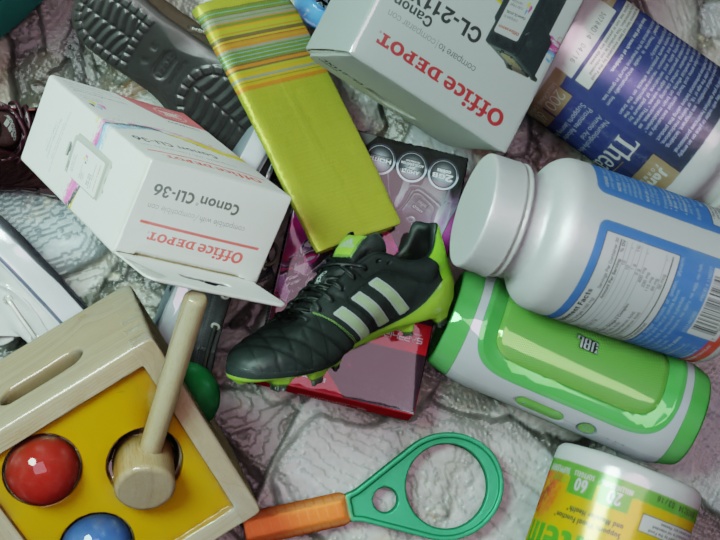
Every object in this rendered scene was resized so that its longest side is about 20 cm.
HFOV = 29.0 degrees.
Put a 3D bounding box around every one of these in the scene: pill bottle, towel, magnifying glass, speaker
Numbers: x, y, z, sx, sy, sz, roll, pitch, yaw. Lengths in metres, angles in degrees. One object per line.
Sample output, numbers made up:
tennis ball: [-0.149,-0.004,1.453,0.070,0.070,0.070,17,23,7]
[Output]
pill bottle: [0.163,0.236,1.001,0.110,0.111,0.202,20,83,-3]
towel: [-0.046,-0.109,0.999,0.086,0.018,0.201,-19,79,-40]
magnifying glass: [0.010,0.173,1.042,0.198,0.022,0.080,-11,86,-8]
speaker: [0.154,0.072,1.031,0.198,0.088,0.089,23,83,-2]
pill bottle: [0.169,-0.014,0.982,0.198,0.112,0.113,18,83,-12]
pill bottle: [0.221,-0.117,1.043,0.199,0.111,0.111,35,82,0]

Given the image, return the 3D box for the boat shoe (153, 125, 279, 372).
boat shoe: [-0.095,-0.005,1.016,0.066,0.070,0.201,23,95,-13]

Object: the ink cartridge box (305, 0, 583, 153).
ink cartridge box: [0.076,-0.203,0.974,0.145,0.083,0.201,28,87,-26]

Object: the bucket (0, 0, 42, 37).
bucket: [-0.293,-0.244,0.970,0.207,0.207,0.135,-42,91,-8]

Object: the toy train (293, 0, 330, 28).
toy train: [-0.004,-0.240,1.053,0.199,0.087,0.115,37,74,1]

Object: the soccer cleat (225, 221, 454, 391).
soccer cleat: [-0.015,0.021,0.946,0.199,0.067,0.082,-22,110,-39]

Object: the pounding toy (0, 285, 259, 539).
pounding toy: [-0.162,0.112,0.933,0.199,0.142,0.185,-31,117,-5]

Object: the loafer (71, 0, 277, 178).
loafer: [-0.119,-0.152,1.035,0.200,0.071,0.073,43,117,-15]

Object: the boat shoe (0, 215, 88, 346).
boat shoe: [-0.242,0.027,1.003,0.065,0.074,0.200,-42,94,-5]

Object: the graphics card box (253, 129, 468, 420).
graphics card box: [0.000,0.000,1.043,0.124,0.051,0.202,14,82,-3]

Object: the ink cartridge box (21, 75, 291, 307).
ink cartridge box: [-0.128,-0.053,0.915,0.116,0.200,0.068,12,108,-41]

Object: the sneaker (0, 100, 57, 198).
sneaker: [-0.227,-0.091,0.998,0.198,0.116,0.076,-7,85,-5]
